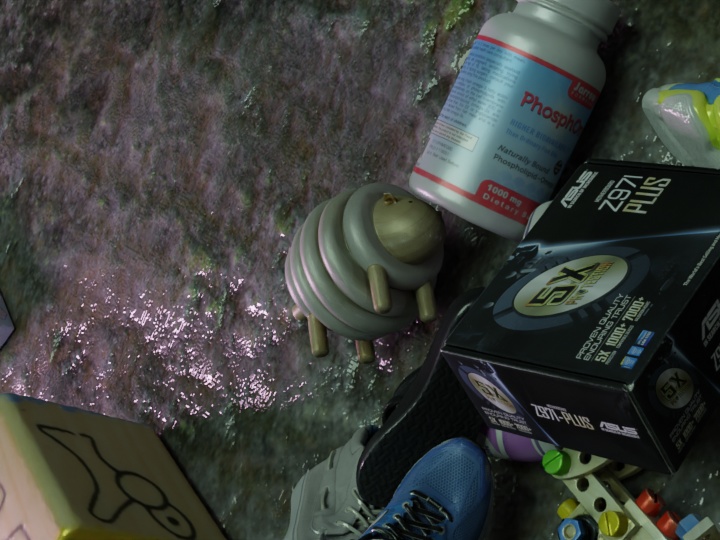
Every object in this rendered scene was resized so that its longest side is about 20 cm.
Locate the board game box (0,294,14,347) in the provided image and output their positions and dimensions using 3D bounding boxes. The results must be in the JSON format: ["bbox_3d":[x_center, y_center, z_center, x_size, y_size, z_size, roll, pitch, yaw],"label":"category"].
[{"bbox_3d":[-0.513,0.073,1.795,0.200,0.041,0.200,-50,46,19],"label":"board game box"}]

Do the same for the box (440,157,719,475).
[{"bbox_3d":[0.183,0.023,1.009,0.164,0.086,0.200,11,53,47],"label":"box"}]

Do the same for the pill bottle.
[{"bbox_3d":[0.127,-0.132,1.172,0.109,0.109,0.200,32,99,47],"label":"pill bottle"}]

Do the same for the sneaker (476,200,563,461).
[{"bbox_3d":[0.117,0.047,1.143,0.114,0.073,0.201,-9,68,47],"label":"sneaker"}]

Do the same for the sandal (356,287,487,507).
[{"bbox_3d":[0.061,0.096,1.116,0.201,0.075,0.048,-60,22,20],"label":"sandal"}]

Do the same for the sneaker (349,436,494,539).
[{"bbox_3d":[0.034,0.206,1.053,0.079,0.089,0.200,29,73,12],"label":"sneaker"}]

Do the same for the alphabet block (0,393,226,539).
[{"bbox_3d":[-0.270,0.260,1.368,0.196,0.195,0.200,-58,43,15],"label":"alphabet block"}]

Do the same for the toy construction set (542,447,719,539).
[{"bbox_3d":[0.199,0.161,1.008,0.131,0.092,0.200,-54,34,16],"label":"toy construction set"}]

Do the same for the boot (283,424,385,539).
[{"bbox_3d":[-0.008,0.194,1.170,0.096,0.074,0.200,-49,19,16],"label":"boot"}]

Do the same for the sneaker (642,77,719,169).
[{"bbox_3d":[0.291,-0.109,1.039,0.105,0.076,0.200,-40,34,-9],"label":"sneaker"}]

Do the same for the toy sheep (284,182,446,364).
[{"bbox_3d":[0.000,0.000,1.239,0.200,0.138,0.138,-33,53,41],"label":"toy sheep"}]
